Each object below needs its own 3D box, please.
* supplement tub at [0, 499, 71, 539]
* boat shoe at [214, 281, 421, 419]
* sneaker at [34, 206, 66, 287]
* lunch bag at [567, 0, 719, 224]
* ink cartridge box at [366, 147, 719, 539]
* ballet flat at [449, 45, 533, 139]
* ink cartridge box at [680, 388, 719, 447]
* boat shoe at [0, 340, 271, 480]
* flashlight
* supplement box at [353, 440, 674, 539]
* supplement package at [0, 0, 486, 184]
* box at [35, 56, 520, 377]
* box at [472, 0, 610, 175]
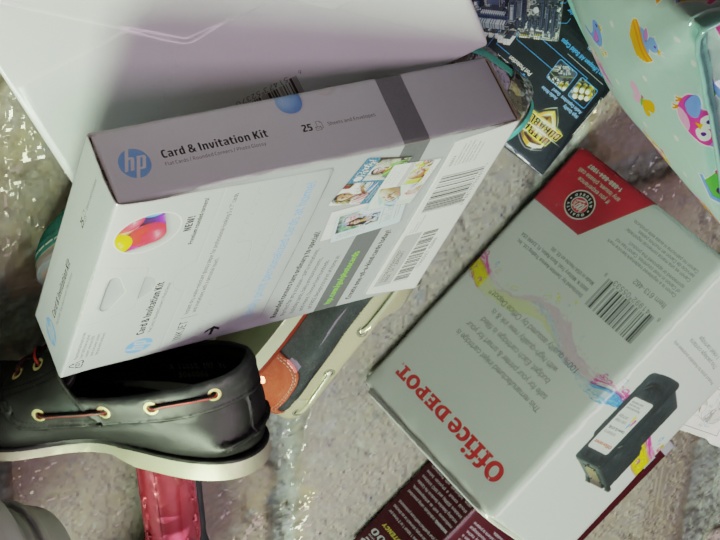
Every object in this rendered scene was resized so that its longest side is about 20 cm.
[{"bbox_3d":[-0.256,0.172,0.934,0.199,0.145,0.145,12,112,-40],"label":"supplement tub"},{"bbox_3d":[0.000,0.000,1.042,0.062,0.071,0.200,36,101,-32],"label":"boat shoe"},{"bbox_3d":[-0.084,-0.057,0.956,0.199,0.080,0.071,-29,141,13],"label":"sneaker"},{"bbox_3d":[0.191,-0.110,0.970,0.122,0.171,0.200,-29,133,-6],"label":"lunch bag"},{"bbox_3d":[0.123,0.050,1.113,0.200,0.146,0.083,-47,136,2],"label":"ink cartridge box"},{"bbox_3d":[-0.003,-0.061,0.984,0.200,0.072,0.072,-34,140,26],"label":"ballet flat"},{"bbox_3d":[0.302,0.056,1.324,0.199,0.050,0.161,20,106,-22],"label":"ink cartridge box"},{"bbox_3d":[-0.142,0.060,0.937,0.074,0.200,0.063,-57,147,-59],"label":"boat shoe"},{"bbox_3d":[-0.113,0.127,1.056,0.067,0.068,0.201,-20,128,-24],"label":"flashlight"},{"bbox_3d":[0.101,0.147,1.224,0.200,0.061,0.109,-46,134,-1],"label":"supplement box"},{"bbox_3d":[-0.070,-0.142,0.843,0.199,0.111,0.156,-26,133,2],"label":"supplement package"},{"bbox_3d":[-0.042,-0.023,0.867,0.199,0.041,0.156,-15,155,-26],"label":"box"},{"bbox_3d":[0.084,-0.163,1.009,0.200,0.046,0.159,31,99,-44],"label":"box"}]
